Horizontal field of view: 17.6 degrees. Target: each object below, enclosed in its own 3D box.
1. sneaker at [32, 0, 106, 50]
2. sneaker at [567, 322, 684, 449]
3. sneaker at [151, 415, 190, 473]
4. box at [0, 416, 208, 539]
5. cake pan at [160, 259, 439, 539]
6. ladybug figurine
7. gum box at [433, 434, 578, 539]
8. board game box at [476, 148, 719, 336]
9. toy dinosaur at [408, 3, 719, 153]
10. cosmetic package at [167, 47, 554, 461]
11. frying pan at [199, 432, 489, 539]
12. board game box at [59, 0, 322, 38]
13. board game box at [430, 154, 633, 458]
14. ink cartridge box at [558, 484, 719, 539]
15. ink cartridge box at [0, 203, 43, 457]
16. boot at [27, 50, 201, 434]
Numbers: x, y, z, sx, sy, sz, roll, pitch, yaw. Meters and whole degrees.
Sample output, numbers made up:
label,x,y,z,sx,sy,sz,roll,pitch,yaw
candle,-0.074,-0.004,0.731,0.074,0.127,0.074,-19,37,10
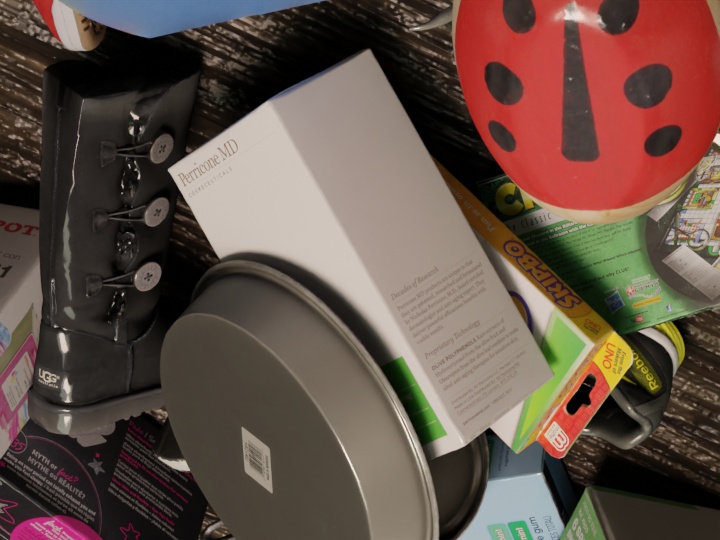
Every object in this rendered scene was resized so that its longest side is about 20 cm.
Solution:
label,x,y,z,sx,sy,sz,roll,pitch,yaw
sneaker,-0.198,-0.197,1.165,0.111,0.071,0.201,-7,122,12
sneaker,0.083,0.049,1.314,0.198,0.085,0.075,6,131,6
sneaker,-0.038,0.101,1.365,0.199,0.081,0.086,-4,140,47
box,-0.210,0.135,1.433,0.200,0.115,0.132,39,129,-20
cake pan,-0.039,0.092,1.228,0.200,0.037,0.201,36,143,34
ladybug figurine,0.107,-0.095,1.101,0.134,0.072,0.201,0,135,16
gum box,0.047,0.185,1.470,0.198,0.045,0.171,-11,128,19
board game box,0.165,-0.027,1.234,0.199,0.023,0.106,-18,88,26
toy dinosaur,0.127,-0.122,1.177,0.199,0.077,0.102,35,141,-25
cosmetic package,0.000,0.000,1.222,0.107,0.085,0.201,-30,92,51
frying pan,0.001,0.142,1.393,0.190,0.115,0.031,-45,155,15
board game box,-0.071,-0.185,1.115,0.198,0.039,0.158,-11,146,11
board game box,0.053,0.010,1.261,0.200,0.030,0.096,43,132,13
ink cartridge box,0.170,0.242,1.417,0.144,0.088,0.201,12,119,-20
ink cartridge box,-0.255,0.048,1.292,0.143,0.200,0.085,9,131,22
boot,-0.115,-0.026,1.291,0.065,0.164,0.202,16,113,29
